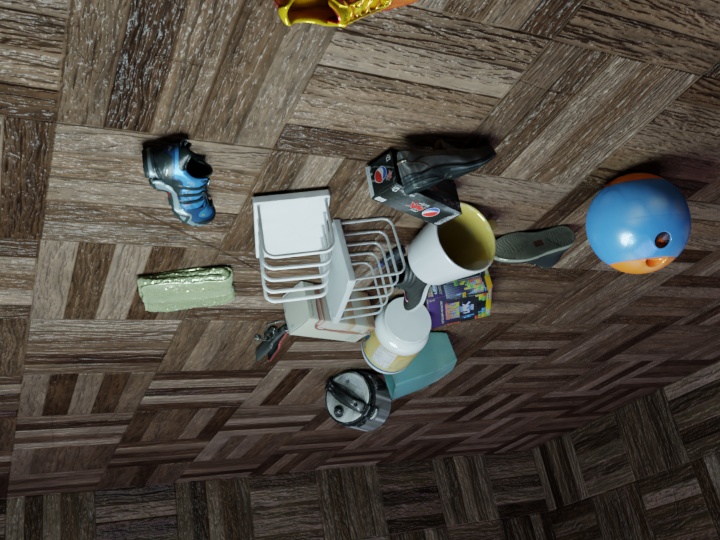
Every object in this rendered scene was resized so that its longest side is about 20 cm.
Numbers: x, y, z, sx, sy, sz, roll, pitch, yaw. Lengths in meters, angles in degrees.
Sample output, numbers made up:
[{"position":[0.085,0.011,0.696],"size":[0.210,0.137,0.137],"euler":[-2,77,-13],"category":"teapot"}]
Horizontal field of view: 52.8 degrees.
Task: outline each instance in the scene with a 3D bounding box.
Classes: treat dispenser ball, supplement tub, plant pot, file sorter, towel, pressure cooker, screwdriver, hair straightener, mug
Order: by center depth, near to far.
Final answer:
[{"position":[-0.124,-0.038,1.364],"size":[0.137,0.126,0.200],"euler":[-6,153,-10],"category":"file sorter"},{"position":[0.559,-0.095,1.465],"size":[0.199,0.203,0.201],"euler":[-9,154,-5],"category":"treat dispenser ball"},{"position":[0.000,0.000,1.496],"size":[0.123,0.140,0.200],"euler":[-7,154,-17],"category":"file sorter"},{"position":[0.190,-0.038,1.499],"size":[0.185,0.151,0.153],"euler":[11,155,-26],"category":"mug"},{"position":[-0.366,0.043,1.542],"size":[0.198,0.037,0.149],"euler":[-7,154,-10],"category":"towel"},{"position":[0.027,-0.002,1.628],"size":[0.029,0.028,0.199],"euler":[42,130,-22],"category":"screwdriver"},{"position":[0.092,0.166,1.855],"size":[0.143,0.146,0.200],"euler":[-2,152,-18],"category":"supplement tub"},{"position":[-0.232,0.181,1.866],"size":[0.076,0.041,0.200],"euler":[4,150,-29],"category":"hair straightener"},{"position":[0.167,0.259,2.091],"size":[0.198,0.142,0.142],"euler":[-16,155,-9],"category":"plant pot"},{"position":[-0.011,0.405,2.252],"size":[0.175,0.180,0.200],"euler":[-20,154,23],"category":"pressure cooker"}]

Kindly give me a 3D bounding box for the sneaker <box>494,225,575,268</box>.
[{"position":[0.384,-0.035,1.653],"size":[0.198,0.075,0.107],"euler":[-9,151,-7],"category":"sneaker"}]

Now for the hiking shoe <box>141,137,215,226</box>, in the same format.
[{"position":[-0.273,-0.135,1.179],"size":[0.086,0.075,0.200],"euler":[-15,154,9],"category":"hiking shoe"}]

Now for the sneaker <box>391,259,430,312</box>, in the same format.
[{"position":[0.107,0.031,1.684],"size":[0.098,0.071,0.201],"euler":[0,146,-18],"category":"sneaker"}]

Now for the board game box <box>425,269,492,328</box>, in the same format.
[{"position":[0.246,0.073,1.835],"size":[0.164,0.057,0.200],"euler":[-14,154,2],"category":"board game box"}]

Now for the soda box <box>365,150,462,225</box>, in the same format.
[{"position":[0.099,-0.145,1.317],"size":[0.063,0.071,0.199],"euler":[-27,151,34],"category":"soda box"}]

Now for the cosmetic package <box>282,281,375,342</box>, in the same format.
[{"position":[-0.072,0.099,1.702],"size":[0.199,0.104,0.087],"euler":[9,146,-40],"category":"cosmetic package"}]

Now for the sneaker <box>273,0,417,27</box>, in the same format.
[{"position":[-0.008,-0.332,0.896],"size":[0.198,0.078,0.073],"euler":[-11,153,-6],"category":"sneaker"}]

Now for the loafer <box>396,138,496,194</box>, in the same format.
[{"position":[0.150,-0.193,1.246],"size":[0.199,0.073,0.073],"euler":[-21,179,-31],"category":"loafer"}]
